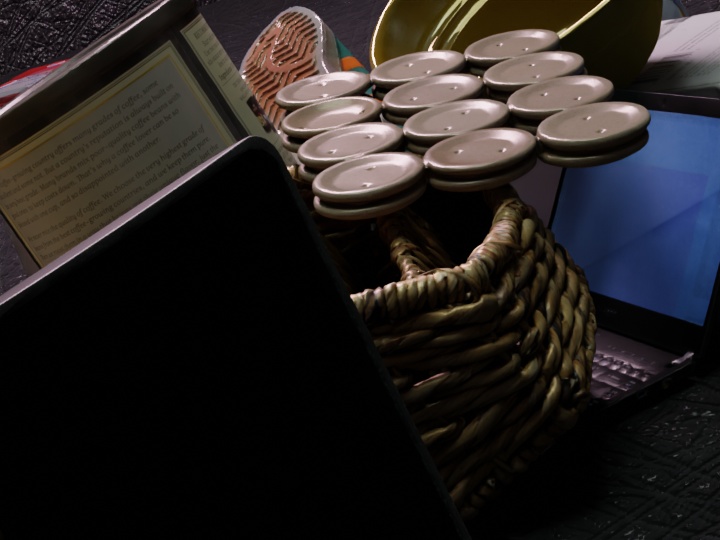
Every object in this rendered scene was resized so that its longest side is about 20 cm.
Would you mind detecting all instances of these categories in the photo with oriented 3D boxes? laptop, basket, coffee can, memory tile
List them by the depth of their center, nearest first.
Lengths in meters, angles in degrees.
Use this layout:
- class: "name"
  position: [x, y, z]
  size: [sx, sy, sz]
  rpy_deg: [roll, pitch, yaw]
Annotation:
- class: "basket"
  position: [0.005, 0.003, 0.783]
  size: [0.143, 0.149, 0.200]
  rpy_deg: [-42, 17, 10]
- class: "memory tile"
  position: [0.040, -0.071, 0.844]
  size: [0.152, 0.017, 0.200]
  rpy_deg: [-13, 22, -4]
- class: "laptop"
  position: [0.082, 0.000, 0.873]
  size: [0.199, 0.104, 0.177]
  rpy_deg: [-25, 15, -16]
- class: "coffee can"
  position: [-0.095, -0.023, 0.942]
  size: [0.146, 0.201, 0.146]
  rpy_deg: [-32, 12, 7]

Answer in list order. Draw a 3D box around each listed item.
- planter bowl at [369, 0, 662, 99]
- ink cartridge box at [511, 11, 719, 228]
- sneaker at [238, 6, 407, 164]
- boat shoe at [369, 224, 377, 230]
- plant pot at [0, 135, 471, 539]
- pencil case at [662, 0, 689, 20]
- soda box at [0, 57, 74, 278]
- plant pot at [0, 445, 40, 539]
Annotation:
- class: "planter bowl"
  position: [0.109, -0.141, 1.035]
  size: [0.199, 0.084, 0.201]
  rpy_deg: [-27, 31, 18]
- class: "ink cartridge box"
  position: [0.184, -0.094, 1.095]
  size: [0.199, 0.084, 0.145]
  rpy_deg: [-3, 25, 47]
- class: "sneaker"
  position: [-0.010, -0.081, 1.039]
  size: [0.071, 0.080, 0.200]
  rpy_deg: [-44, 36, 9]
- class: "boat shoe"
  position: [0.000, 0.000, 1.037]
  size: [0.198, 0.072, 0.072]
  rpy_deg: [-14, 16, 21]
- class: "plant pot"
  position: [-0.102, 0.100, 0.623]
  size: [0.176, 0.201, 0.199]
  rpy_deg: [-17, 14, 37]
- class: "pencil case"
  position: [0.152, -0.159, 1.352]
  size: [0.199, 0.092, 0.083]
  rpy_deg: [-2, 23, 47]
- class: "soda box"
  position: [-0.155, -0.019, 1.056]
  size: [0.063, 0.202, 0.070]
  rpy_deg: [-8, 20, 34]
- class: "plant pot"
  position: [-0.205, 0.107, 0.768]
  size: [0.141, 0.202, 0.199]
  rpy_deg: [0, 3, -31]
